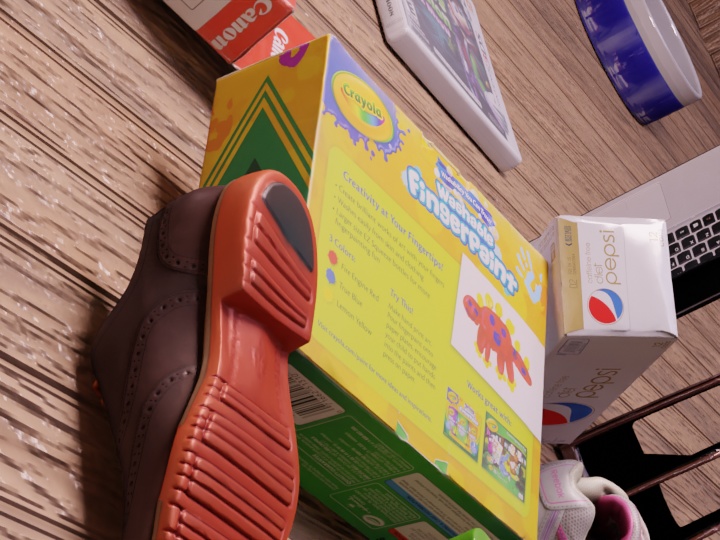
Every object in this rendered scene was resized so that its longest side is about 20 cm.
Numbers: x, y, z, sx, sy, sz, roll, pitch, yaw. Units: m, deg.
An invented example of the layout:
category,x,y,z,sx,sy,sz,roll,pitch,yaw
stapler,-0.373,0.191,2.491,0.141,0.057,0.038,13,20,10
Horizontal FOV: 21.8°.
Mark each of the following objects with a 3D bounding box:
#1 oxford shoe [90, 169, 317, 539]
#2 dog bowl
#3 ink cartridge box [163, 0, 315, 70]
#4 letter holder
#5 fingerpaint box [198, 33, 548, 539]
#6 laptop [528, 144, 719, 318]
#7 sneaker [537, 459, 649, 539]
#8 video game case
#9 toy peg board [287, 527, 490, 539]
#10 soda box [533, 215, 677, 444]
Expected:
category,x,y,z,sx,sy,sz,roll,pitch,yaw
oxford shoe,-0.067,0.058,0.705,0.071,0.072,0.201,50,41,-44
dog bowl,0.340,-0.283,2.289,0.201,0.078,0.201,53,20,-29
ink cartridge box,-0.070,-0.168,0.971,0.200,0.050,0.109,42,25,-23
letter holder,0.244,0.133,1.332,0.101,0.141,0.200,65,18,8
fingerpaint box,0.006,0.021,0.865,0.200,0.073,0.168,42,42,-41
laptop,0.165,-0.011,1.238,0.116,0.186,0.201,48,23,-39
sneaker,0.127,0.169,1.042,0.200,0.088,0.082,42,27,-49
video game case,0.058,-0.197,1.467,0.200,0.023,0.183,42,27,-49
toy peg board,0.051,0.215,0.752,0.200,0.097,0.200,46,25,-42
soda box,0.112,0.038,1.037,0.200,0.063,0.069,118,-28,-66
